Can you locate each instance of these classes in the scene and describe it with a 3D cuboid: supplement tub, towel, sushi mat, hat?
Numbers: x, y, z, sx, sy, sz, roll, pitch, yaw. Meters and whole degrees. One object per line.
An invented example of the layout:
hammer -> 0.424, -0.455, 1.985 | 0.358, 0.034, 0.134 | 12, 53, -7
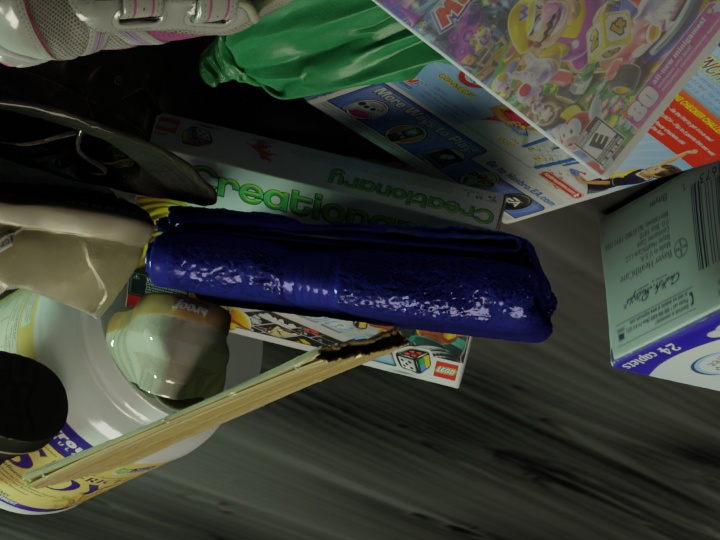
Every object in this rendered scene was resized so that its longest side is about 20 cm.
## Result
supplement tub -> -0.169, 0.065, 1.431 | 0.145, 0.146, 0.200 | 16, 151, -36
towel -> 0.000, 0.000, 1.157 | 0.199, 0.050, 0.148 | 7, 176, 9
sushi mat -> -0.078, 0.074, 1.184 | 0.200, 0.012, 0.096 | -24, 173, 26
hat -> -0.156, -0.098, 1.115 | 0.200, 0.081, 0.201 | 17, 174, 2

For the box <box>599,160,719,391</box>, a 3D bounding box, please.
box -> 0.280, 0.001, 1.367 | 0.200, 0.105, 0.184 | 12, 154, -31

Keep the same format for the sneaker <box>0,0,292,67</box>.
sneaker -> -0.089, -0.137, 0.966 | 0.088, 0.082, 0.200 | -1, -166, 34

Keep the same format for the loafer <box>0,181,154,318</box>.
loafer -> -0.204, -0.014, 1.131 | 0.199, 0.069, 0.076 | 8, -174, -17

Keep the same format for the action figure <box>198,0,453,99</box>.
action figure -> 0.003, -0.130, 1.065 | 0.200, 0.055, 0.118 | -19, 119, 27

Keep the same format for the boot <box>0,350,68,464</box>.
boot -> -0.293, 0.087, 1.333 | 0.200, 0.078, 0.138 | 24, 144, -20

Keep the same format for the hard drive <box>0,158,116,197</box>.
hard drive -> -0.243, -0.051, 1.222 | 0.199, 0.027, 0.132 | 6, -169, -18

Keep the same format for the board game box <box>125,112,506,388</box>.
board game box -> -0.028, -0.010, 1.247 | 0.199, 0.035, 0.126 | 13, 133, 3

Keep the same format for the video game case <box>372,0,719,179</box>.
video game case -> 0.096, -0.140, 0.995 | 0.143, 0.018, 0.200 | -51, 133, 7

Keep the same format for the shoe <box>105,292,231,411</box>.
shoe -> -0.108, 0.052, 1.236 | 0.070, 0.054, 0.200 | 8, 171, -6

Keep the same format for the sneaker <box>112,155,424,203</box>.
sneaker -> -0.053, -0.026, 1.306 | 0.199, 0.082, 0.075 | 2, 157, -9

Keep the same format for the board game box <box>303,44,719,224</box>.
board game box -> 0.105, -0.104, 1.168 | 0.195, 0.056, 0.200 | -17, 153, 31
